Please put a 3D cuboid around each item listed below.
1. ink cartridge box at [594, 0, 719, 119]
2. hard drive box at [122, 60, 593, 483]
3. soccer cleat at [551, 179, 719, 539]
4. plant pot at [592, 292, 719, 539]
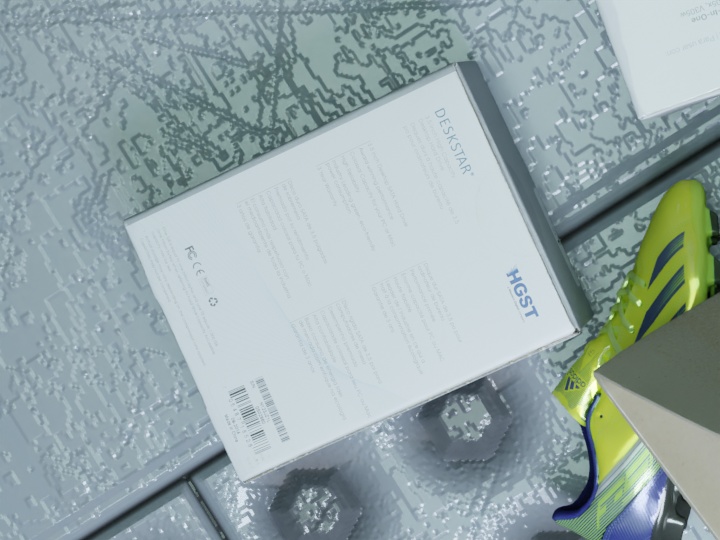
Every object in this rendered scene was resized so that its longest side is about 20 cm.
[{"bbox_3d":[0.150,-0.181,1.277,0.087,0.145,0.200,-21,91,12],"label":"ink cartridge box"},{"bbox_3d":[0.000,0.000,1.356,0.200,0.077,0.156,-24,90,12],"label":"hard drive box"},{"bbox_3d":[0.144,0.050,1.339,0.084,0.065,0.200,9,97,11],"label":"soccer cleat"},{"bbox_3d":[0.268,0.083,1.241,0.177,0.200,0.200,-41,110,-9],"label":"plant pot"}]
